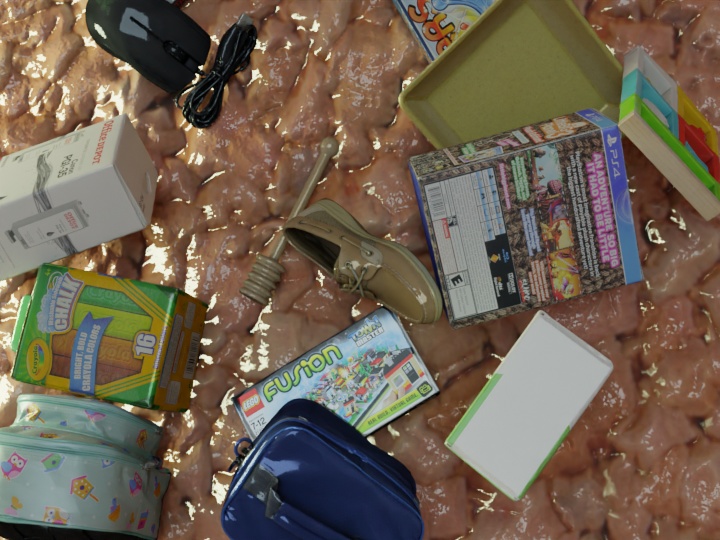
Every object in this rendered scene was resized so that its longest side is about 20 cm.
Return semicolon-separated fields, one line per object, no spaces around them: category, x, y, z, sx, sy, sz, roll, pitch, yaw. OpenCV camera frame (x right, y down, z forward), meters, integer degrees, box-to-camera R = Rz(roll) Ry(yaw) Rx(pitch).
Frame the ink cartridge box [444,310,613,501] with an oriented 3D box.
ink cartridge box;0.158;0.134;0.906;0.084;0.200;0.146;36;85;14

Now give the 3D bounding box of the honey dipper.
honey dipper;-0.073;-0.058;1.051;0.038;0.038;0.202;25;82;10

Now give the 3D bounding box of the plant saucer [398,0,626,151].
plant saucer;0.167;-0.176;0.999;0.200;0.048;0.200;-43;106;4

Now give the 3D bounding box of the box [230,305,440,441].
box;-0.027;0.133;1.012;0.198;0.035;0.111;-32;78;1

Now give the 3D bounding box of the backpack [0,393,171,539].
backpack;-0.290;0.203;0.948;0.173;0.200;0.156;7;80;9

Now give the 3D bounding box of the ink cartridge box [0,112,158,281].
ink cartridge box;-0.329;-0.078;1.026;0.197;0.147;0.084;-19;121;4

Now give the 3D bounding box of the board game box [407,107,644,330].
board game box;0.162;-0.053;0.953;0.197;0.097;0.162;-14;109;2

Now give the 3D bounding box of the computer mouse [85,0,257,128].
computer mouse;-0.227;-0.268;1.083;0.198;0.053;0.140;30;88;2

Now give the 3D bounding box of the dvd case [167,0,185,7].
dvd case;-0.245;-0.382;1.137;0.200;0.022;0.146;-45;78;-1

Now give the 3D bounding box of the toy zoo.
toy zoo;0.311;-0.149;0.956;0.131;0.201;0.020;43;125;-13

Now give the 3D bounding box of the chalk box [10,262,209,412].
chalk box;-0.279;0.069;1.009;0.197;0.124;0.126;9;81;8

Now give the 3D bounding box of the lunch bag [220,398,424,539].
lunch bag;-0.040;0.222;0.920;0.199;0.132;0.137;34;93;-6

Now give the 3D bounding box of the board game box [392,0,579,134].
board game box;0.135;-0.263;1.062;0.134;0.034;0.202;-29;78;1

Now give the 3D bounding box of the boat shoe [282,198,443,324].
boat shoe;0.000;0.000;0.986;0.064;0.072;0.199;-30;50;-33
